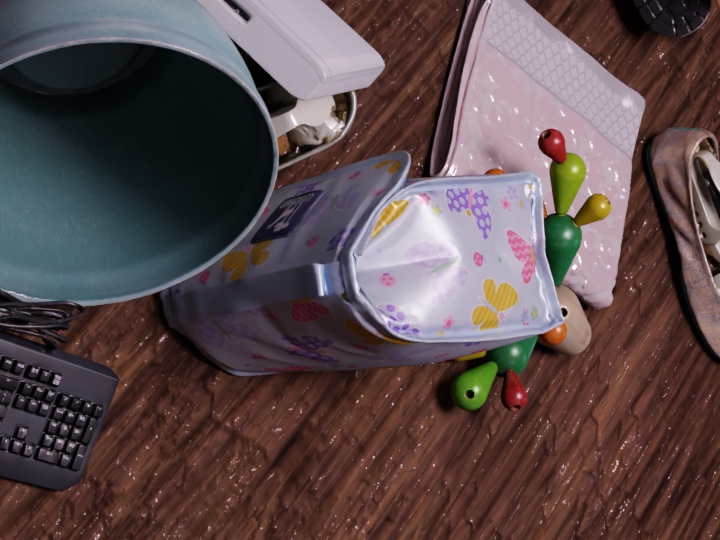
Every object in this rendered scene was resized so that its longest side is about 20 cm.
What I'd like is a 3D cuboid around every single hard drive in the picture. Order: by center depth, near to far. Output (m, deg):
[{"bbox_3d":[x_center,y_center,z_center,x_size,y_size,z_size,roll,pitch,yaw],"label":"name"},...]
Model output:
[{"bbox_3d":[-0.055,-0.159,1.222,0.132,0.027,0.200,43,12,3],"label":"hard drive"}]

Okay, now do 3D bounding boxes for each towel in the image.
[{"bbox_3d":[0.139,-0.097,1.511,0.199,0.032,0.193,34,57,-34],"label":"towel"}]

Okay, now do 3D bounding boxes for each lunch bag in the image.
[{"bbox_3d":[0.000,0.000,1.238,0.199,0.169,0.128,-7,85,-46],"label":"lunch bag"}]

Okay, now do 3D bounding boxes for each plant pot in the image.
[{"bbox_3d":[-0.154,-0.097,1.110,0.199,0.200,0.135,27,35,-38],"label":"plant pot"}]

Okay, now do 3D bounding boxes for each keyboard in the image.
[{"bbox_3d":[-0.212,0.054,1.080,0.199,0.039,0.105,21,84,-41],"label":"keyboard"}]

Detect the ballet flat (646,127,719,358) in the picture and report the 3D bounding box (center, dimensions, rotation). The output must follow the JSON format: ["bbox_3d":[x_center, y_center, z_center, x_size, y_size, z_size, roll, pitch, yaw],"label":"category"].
[{"bbox_3d":[0.290,-0.021,1.619,0.068,0.067,0.202,-29,100,-46],"label":"ballet flat"}]

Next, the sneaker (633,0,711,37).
[{"bbox_3d":[0.227,-0.287,1.642,0.201,0.075,0.088,66,20,-5],"label":"sneaker"}]

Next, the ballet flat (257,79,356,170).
[{"bbox_3d":[-0.076,-0.085,1.260,0.199,0.063,0.068,-30,101,-46],"label":"ballet flat"}]

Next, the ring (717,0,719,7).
[{"bbox_3d":[0.274,-0.290,1.642,0.201,0.019,0.201,-90,154,-60],"label":"ring"}]

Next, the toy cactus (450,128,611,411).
[{"bbox_3d":[0.131,0.016,1.422,0.165,0.101,0.202,40,61,-55],"label":"toy cactus"}]
